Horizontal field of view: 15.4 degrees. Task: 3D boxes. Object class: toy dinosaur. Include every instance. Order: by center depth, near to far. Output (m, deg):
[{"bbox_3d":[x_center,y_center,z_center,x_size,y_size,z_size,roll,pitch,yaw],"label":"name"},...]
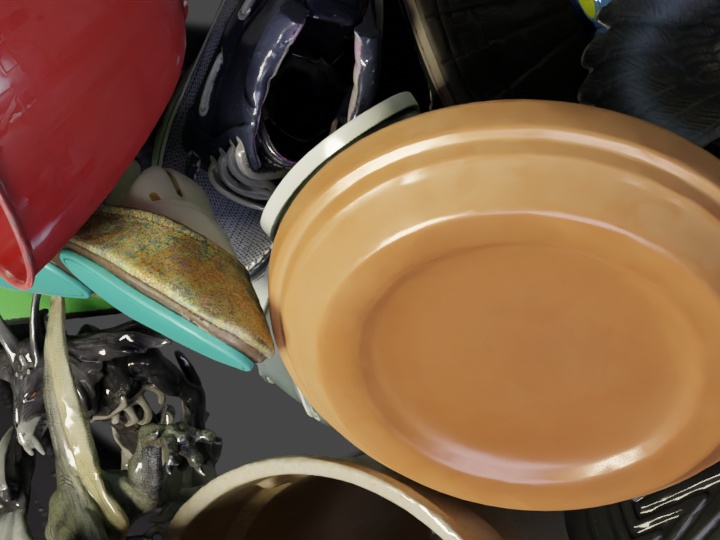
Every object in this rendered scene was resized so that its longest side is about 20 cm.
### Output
[{"bbox_3d":[-0.100,0.099,1.089,0.088,0.047,0.201,-1,95,46],"label":"toy dinosaur"}]

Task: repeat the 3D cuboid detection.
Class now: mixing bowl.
[{"bbox_3d":[-0.134,-0.105,0.979,0.108,0.200,0.200,-34,128,-12],"label":"mixing bowl"}]

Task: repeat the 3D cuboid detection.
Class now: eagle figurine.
[{"bbox_3d":[0.200,-0.074,1.008,0.200,0.152,0.151,-26,159,25],"label":"eagle figurine"}]

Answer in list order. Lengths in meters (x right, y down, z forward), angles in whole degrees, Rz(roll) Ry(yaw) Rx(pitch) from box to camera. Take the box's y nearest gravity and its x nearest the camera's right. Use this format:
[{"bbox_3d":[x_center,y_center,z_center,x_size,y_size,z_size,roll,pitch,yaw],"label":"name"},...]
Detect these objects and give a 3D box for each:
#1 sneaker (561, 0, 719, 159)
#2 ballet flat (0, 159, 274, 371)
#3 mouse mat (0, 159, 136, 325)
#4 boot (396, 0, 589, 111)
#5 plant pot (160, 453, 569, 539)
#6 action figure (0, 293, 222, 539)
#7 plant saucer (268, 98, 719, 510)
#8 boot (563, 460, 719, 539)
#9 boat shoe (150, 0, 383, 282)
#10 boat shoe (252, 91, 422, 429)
[{"bbox_3d":[0.152,-0.071,1.083,0.200,0.071,0.083,41,85,-20],"label":"sneaker"},{"bbox_3d":[-0.096,-0.014,1.047,0.071,0.200,0.071,-12,108,-39],"label":"ballet flat"},{"bbox_3d":[-0.176,-0.053,1.119,0.160,0.008,0.200,-6,128,3],"label":"mouse mat"},{"bbox_3d":[0.045,-0.033,1.080,0.200,0.073,0.151,60,148,2],"label":"boot"},{"bbox_3d":[0.040,0.147,1.148,0.200,0.183,0.201,11,112,31],"label":"plant pot"},{"bbox_3d":[-0.106,0.091,1.175,0.119,0.102,0.200,-16,132,29],"label":"action figure"},{"bbox_3d":[0.063,0.024,0.976,0.200,0.038,0.200,5,134,5],"label":"plant saucer"},{"bbox_3d":[0.202,0.087,1.080,0.211,0.080,0.158,-20,153,29],"label":"boot"},{"bbox_3d":[-0.040,-0.051,1.068,0.074,0.093,0.200,10,128,-10],"label":"boat shoe"},{"bbox_3d":[0.000,0.000,1.039,0.073,0.062,0.200,-30,162,-26],"label":"boat shoe"}]
